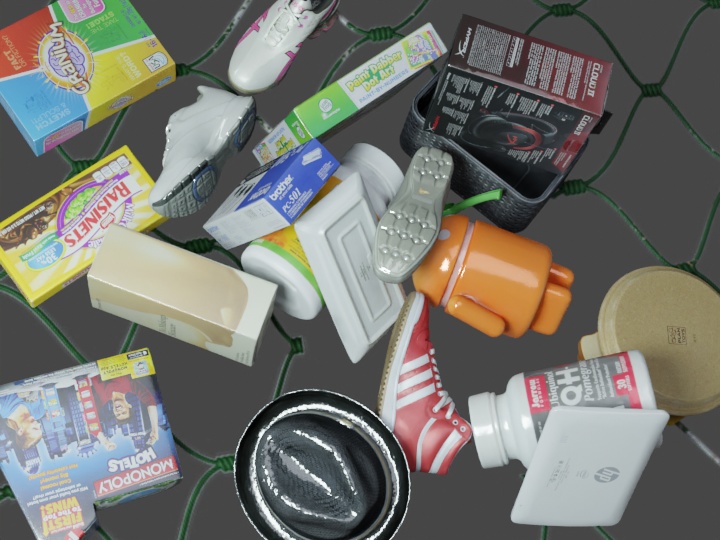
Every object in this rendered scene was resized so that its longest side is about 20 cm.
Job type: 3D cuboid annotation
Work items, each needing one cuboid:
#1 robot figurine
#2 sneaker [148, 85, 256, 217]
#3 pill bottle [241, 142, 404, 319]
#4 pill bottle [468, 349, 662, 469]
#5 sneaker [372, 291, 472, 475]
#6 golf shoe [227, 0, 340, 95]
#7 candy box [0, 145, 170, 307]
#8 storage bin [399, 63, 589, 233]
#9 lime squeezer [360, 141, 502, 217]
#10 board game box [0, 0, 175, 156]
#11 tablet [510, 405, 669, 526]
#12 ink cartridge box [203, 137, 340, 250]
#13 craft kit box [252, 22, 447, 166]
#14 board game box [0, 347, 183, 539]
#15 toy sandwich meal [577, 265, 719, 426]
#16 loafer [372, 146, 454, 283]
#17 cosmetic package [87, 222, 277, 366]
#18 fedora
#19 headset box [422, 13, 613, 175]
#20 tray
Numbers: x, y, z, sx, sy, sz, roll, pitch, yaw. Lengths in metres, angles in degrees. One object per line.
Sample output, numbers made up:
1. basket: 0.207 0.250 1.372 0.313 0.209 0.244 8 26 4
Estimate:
1. robot figurine: 0.146 0.006 1.395 0.198 0.117 0.145 20 76 1
2. sneaker: -0.200 -0.142 1.428 0.086 0.075 0.201 23 53 11
3. pill bottle: -0.037 -0.051 1.391 0.111 0.111 0.200 37 68 7
4. pill bottle: 0.224 0.160 1.325 0.198 0.111 0.112 -13 69 8
5. sneaker: 0.080 0.131 1.351 0.111 0.071 0.202 13 83 -2
6. golf shoe: -0.096 -0.303 1.489 0.072 0.092 0.200 35 65 6
7. candy box: -0.325 -0.054 1.393 0.199 0.026 0.102 -36 82 -20
8. storage bin: 0.163 -0.162 1.478 0.200 0.094 0.135 39 68 6
9. lime squeezer: 0.077 -0.093 1.452 0.199 0.071 0.038 23 52 27
10. board game box: -0.348 -0.251 1.459 0.199 0.040 0.153 -34 77 -20
11. tablet: 0.244 0.215 1.291 0.129 0.201 0.014 3 44 -8
12. ink cartridge box: -0.103 -0.083 1.345 0.044 0.200 0.094 44 67 -15
13. craft kit box: -0.016 -0.197 1.406 0.199 0.197 0.049 -35 91 -19
14. board game box: -0.297 0.207 1.275 0.198 0.062 0.202 -13 72 -14
15. toy sandwich meal: 0.358 0.093 1.426 0.203 0.070 0.207 5 66 -11
16. loafer: 0.060 -0.055 1.352 0.069 0.070 0.201 21 50 7
17. cosmetic package: -0.198 0.029 1.339 0.198 0.105 0.072 20 67 1
18. fedora: -0.047 0.220 1.266 0.198 0.092 0.203 -1 81 8
19. headset box: 0.185 -0.192 1.363 0.198 0.149 0.076 18 67 -1
20. tray: 0.000 0.000 1.346 0.022 0.201 0.107 15 47 44
